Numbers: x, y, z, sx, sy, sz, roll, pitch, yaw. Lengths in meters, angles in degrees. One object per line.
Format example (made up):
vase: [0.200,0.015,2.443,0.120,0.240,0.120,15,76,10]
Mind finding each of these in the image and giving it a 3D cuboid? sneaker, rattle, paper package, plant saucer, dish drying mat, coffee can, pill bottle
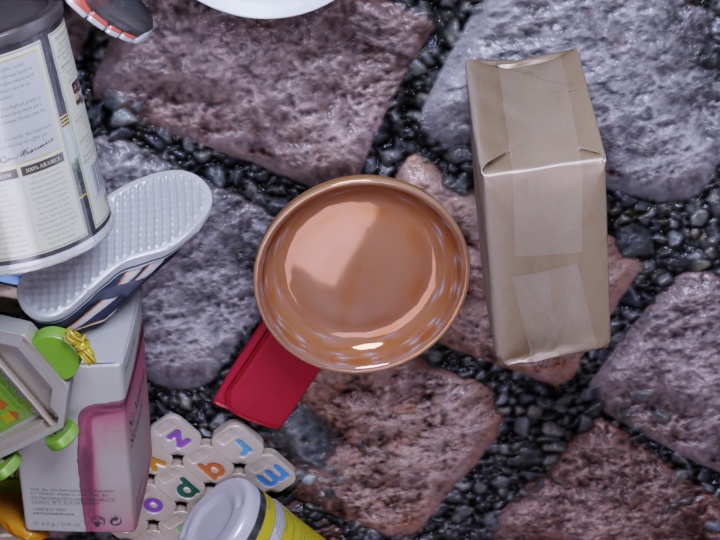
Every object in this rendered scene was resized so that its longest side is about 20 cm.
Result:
sneaker: [-0.221,-0.015,1.757,0.200,0.079,0.079,-34,164,-17]
sneaker: [-0.226,-0.265,1.597,0.082,0.077,0.200,-44,127,5]
rattle: [-0.376,0.276,1.952,0.200,0.143,0.130,-40,142,16]
paper package: [0.150,-0.058,1.676,0.103,0.191,0.201,-7,127,1]
plant saucer: [0.000,0.000,1.796,0.199,0.037,0.201,-3,118,-6]
dish drying mat: [-0.066,0.072,1.876,0.077,0.018,0.200,23,123,-17]
coffee can: [-0.296,-0.116,1.624,0.146,0.146,0.201,-8,114,5]
pill bottle: [-0.080,0.305,1.971,0.111,0.111,0.200,-38,119,24]

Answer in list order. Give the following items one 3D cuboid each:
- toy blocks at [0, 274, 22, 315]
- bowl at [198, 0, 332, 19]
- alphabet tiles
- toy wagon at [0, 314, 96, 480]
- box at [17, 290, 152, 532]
toy blocks: [-0.354,0.001,1.761,0.136,0.100,0.201,11,97,-8]
bowl: [-0.076,-0.309,1.553,0.200,0.091,0.202,0,126,0]
alphabet tiles: [-0.167,0.227,1.990,0.200,0.015,0.196,-35,119,22]
toy wagon: [-0.313,0.098,1.723,0.200,0.040,0.155,-27,116,22]
box: [-0.260,0.130,1.840,0.109,0.128,0.201,2,124,2]
